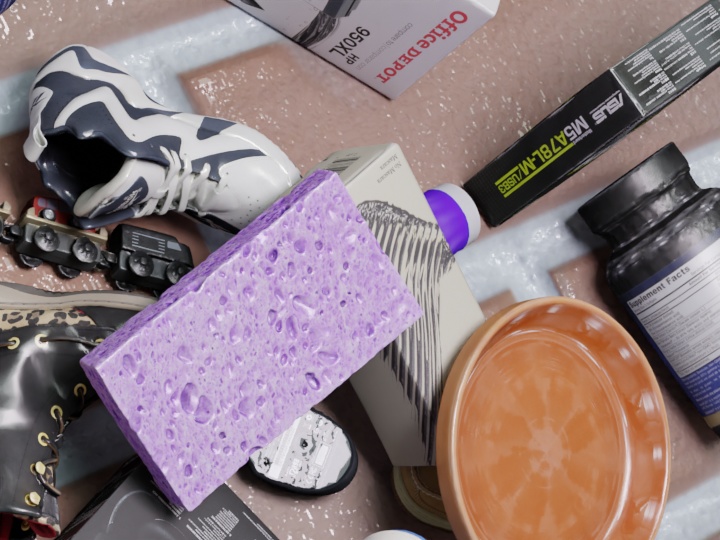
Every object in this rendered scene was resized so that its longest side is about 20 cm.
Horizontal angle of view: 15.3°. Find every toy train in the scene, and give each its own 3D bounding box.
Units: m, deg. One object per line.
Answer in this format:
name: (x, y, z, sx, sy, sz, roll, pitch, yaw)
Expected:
toy train: (-0.196, -0.025, 1.708, 0.199, 0.034, 0.046, 15, 57, -27)

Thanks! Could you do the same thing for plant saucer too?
plant saucer: (0.123, 0.118, 1.739, 0.200, 0.032, 0.201, 5, 83, -41)

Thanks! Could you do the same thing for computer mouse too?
computer mouse: (-0.092, 0.090, 1.727, 0.200, 0.034, 0.059, 28, 72, -13)

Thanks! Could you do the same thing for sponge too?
sponge: (-0.063, 0.040, 1.614, 0.200, 0.030, 0.112, -39, 113, -22)

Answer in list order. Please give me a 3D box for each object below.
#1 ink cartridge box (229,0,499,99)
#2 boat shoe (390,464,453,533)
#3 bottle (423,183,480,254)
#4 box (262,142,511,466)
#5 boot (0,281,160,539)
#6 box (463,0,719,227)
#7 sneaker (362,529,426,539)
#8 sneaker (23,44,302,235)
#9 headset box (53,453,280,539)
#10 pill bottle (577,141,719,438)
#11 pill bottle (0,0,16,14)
ink cartridge box: (-0.012, -0.223, 1.849, 0.200, 0.145, 0.084, 30, 57, -17)
boat shoe: (0.118, 0.135, 1.806, 0.199, 0.076, 0.072, 2, 69, -31)
bottle: (0.000, 0.000, 1.801, 0.200, 0.065, 0.084, -30, 92, -39)
box: (0.023, 0.024, 1.727, 0.082, 0.068, 0.200, -43, 113, -35)
boot: (-0.181, 0.088, 1.617, 0.199, 0.073, 0.151, 8, 64, -6)
box: (0.192, -0.124, 1.902, 0.200, 0.193, 0.048, -35, 90, -39)
sneaker: (0.028, 0.196, 1.658, 0.076, 0.200, 0.111, 12, 49, 12)
sneaker: (-0.129, -0.054, 1.710, 0.199, 0.080, 0.130, 36, 32, -13)
headset box: (-0.133, 0.218, 1.605, 0.149, 0.077, 0.200, 45, 53, -6)
pill bottle: (0.247, 0.013, 1.925, 0.112, 0.112, 0.200, -34, 88, -39)
pill bottle: (-0.276, -0.197, 1.684, 0.120, 0.120, 0.200, 48, 51, -4)
